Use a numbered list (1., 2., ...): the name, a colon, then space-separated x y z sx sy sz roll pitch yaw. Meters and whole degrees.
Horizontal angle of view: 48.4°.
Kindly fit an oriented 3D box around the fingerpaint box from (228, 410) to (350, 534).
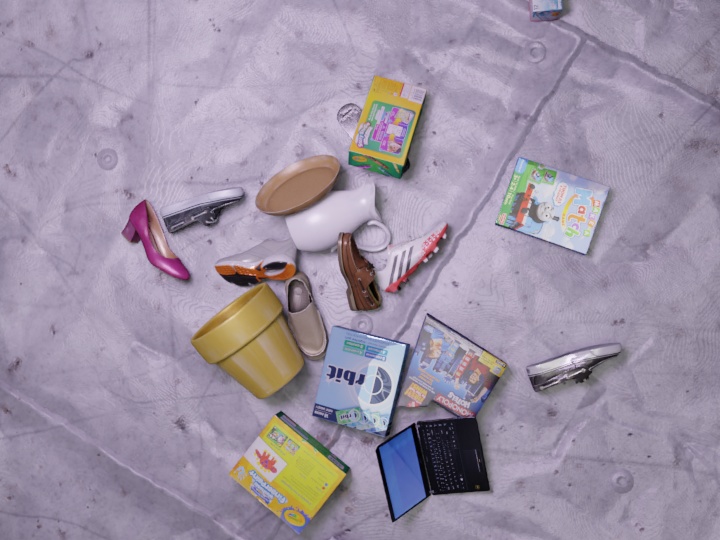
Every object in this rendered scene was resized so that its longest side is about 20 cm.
1. fingerpaint box: -0.152 0.432 1.725 0.200 0.073 0.167 38 92 6

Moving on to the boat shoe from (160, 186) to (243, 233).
1. boat shoe: -0.343 -0.132 1.769 0.200 0.072 0.071 -15 96 16

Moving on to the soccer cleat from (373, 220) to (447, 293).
1. soccer cleat: 0.104 -0.040 1.710 0.085 0.069 0.200 43 98 2

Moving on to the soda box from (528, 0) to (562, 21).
1. soda box: 0.386 -0.633 1.686 0.063 0.068 0.201 -3 89 6

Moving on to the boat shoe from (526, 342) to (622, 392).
1. boat shoe: 0.449 0.201 1.666 0.200 0.071 0.064 -19 86 14

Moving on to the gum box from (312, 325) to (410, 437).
1. gum box: 0.000 0.235 1.715 0.170 0.045 0.201 14 91 15

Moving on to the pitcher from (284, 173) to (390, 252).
1. pitcher: -0.045 -0.095 1.711 0.200 0.121 0.172 -21 109 2

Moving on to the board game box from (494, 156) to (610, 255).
1. board game box: 0.404 -0.136 1.691 0.200 0.037 0.152 19 91 6

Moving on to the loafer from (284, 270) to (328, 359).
1. loafer: -0.125 0.098 1.731 0.076 0.068 0.200 -19 87 6

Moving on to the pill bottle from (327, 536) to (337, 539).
1. pill bottle: -0.008 0.657 1.685 0.200 0.111 0.111 39 93 6

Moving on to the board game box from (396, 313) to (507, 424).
1. board game box: 0.173 0.227 1.698 0.200 0.062 0.200 32 94 5

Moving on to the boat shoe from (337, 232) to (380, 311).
1. boat shoe: 0.000 0.000 1.680 0.068 0.072 0.200 -1 132 16

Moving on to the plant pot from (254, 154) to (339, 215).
1. plant pot: -0.129 -0.176 1.695 0.200 0.200 0.028 -26 122 5

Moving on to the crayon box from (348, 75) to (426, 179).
1. crayon box: 0.057 -0.304 1.687 0.118 0.058 0.200 16 68 4

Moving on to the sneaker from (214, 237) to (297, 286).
1. sneaker: -0.223 -0.025 1.753 0.199 0.076 0.092 -4 49 21

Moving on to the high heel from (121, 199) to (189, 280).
1. high heel: -0.439 -0.066 1.769 0.200 0.067 0.096 37 104 9

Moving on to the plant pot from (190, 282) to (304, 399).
1. plant pot: -0.223 0.159 1.688 0.201 0.201 0.189 -35 99 5

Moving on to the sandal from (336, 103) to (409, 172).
1. sandal: 0.022 -0.279 1.735 0.200 0.043 0.076 44 94 6

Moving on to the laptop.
1. laptop: 0.152 0.409 1.652 0.199 0.103 0.178 -8 106 15
